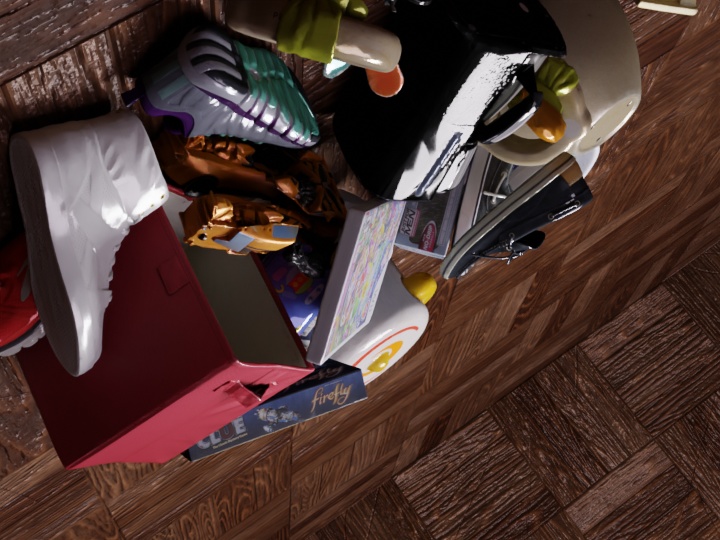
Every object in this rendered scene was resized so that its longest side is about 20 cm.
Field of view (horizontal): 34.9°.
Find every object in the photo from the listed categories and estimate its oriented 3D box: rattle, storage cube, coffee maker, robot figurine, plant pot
[{"bbox_3d":[0.128,-0.133,1.173,0.198,0.144,0.131,-12,134,30],"label":"rattle"},{"bbox_3d":[-0.177,0.053,0.994,0.179,0.202,0.171,-31,165,13],"label":"storage cube"},{"bbox_3d":[-0.010,-0.215,0.866,0.129,0.145,0.199,1,-178,31],"label":"rattle"},{"bbox_3d":[0.056,-0.175,1.051,0.190,0.136,0.201,19,131,-22],"label":"coffee maker"},{"bbox_3d":[-0.083,-0.064,0.991,0.058,0.146,0.199,-38,155,31],"label":"robot figurine"},{"bbox_3d":[0.230,-0.208,1.260,0.199,0.135,0.201,-35,162,-13],"label":"plant pot"}]

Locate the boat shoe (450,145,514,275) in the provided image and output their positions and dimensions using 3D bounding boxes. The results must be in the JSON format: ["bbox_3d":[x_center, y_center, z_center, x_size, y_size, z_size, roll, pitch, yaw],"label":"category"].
[{"bbox_3d":[0.154,-0.087,1.348,0.074,0.067,0.202,92,13,-76],"label":"boat shoe"}]

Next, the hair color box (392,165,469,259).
[{"bbox_3d":[0.079,-0.068,1.281,0.200,0.060,0.100,1,104,-86],"label":"hair color box"}]

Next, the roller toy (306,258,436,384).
[{"bbox_3d":[-0.010,0.069,1.459,0.199,0.140,0.183,-20,156,-46],"label":"roller toy"}]

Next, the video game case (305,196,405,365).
[{"bbox_3d":[0.000,0.000,1.093,0.200,0.018,0.145,-34,142,-74],"label":"video game case"}]

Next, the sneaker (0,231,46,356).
[{"bbox_3d":[-0.313,0.037,0.905,0.200,0.077,0.085,-42,153,3],"label":"sneaker"}]

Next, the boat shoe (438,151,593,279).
[{"bbox_3d":[0.158,-0.042,1.187,0.200,0.062,0.075,-40,-178,33],"label":"boat shoe"}]

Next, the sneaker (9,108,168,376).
[{"bbox_3d":[-0.193,-0.022,0.879,0.115,0.073,0.202,-24,127,-37],"label":"sneaker"}]

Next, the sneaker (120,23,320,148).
[{"bbox_3d":[-0.107,-0.135,0.919,0.087,0.075,0.200,-24,161,19],"label":"sneaker"}]

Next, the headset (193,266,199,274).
[{"bbox_3d":[-0.188,0.061,1.166,0.123,0.094,0.202,-20,138,-45],"label":"headset"}]

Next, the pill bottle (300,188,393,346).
[{"bbox_3d":[-0.057,0.013,1.275,0.110,0.111,0.200,-17,153,-48],"label":"pill bottle"}]

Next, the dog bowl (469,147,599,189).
[{"bbox_3d":[0.217,-0.128,1.520,0.199,0.079,0.200,-34,162,-12],"label":"dog bowl"}]

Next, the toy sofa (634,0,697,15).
[{"bbox_3d":[0.355,-0.376,1.207,0.082,0.098,0.201,1,145,-24],"label":"toy sofa"}]

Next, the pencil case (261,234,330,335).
[{"bbox_3d":[-0.095,0.042,1.126,0.200,0.087,0.078,-50,-159,-12],"label":"pencil case"}]

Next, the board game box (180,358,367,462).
[{"bbox_3d":[-0.111,0.138,1.205,0.198,0.035,0.135,-17,-169,-25],"label":"board game box"}]
